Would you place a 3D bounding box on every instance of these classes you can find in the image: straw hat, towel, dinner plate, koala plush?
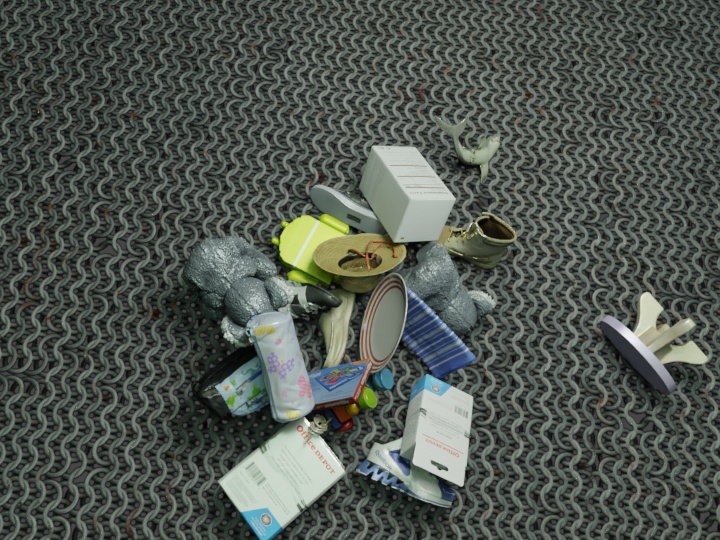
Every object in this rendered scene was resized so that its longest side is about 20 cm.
[{"bbox_3d":[0.000,0.000,1.340,0.200,0.085,0.201,0,30,0],"label":"straw hat"},{"bbox_3d":[0.129,0.132,1.292,0.200,0.145,0.024,45,56,-2],"label":"towel"},{"bbox_3d":[0.050,0.104,1.243,0.024,0.200,0.201,16,68,-19],"label":"dinner plate"},{"bbox_3d":[-0.237,0.045,1.245,0.177,0.184,0.200,-40,59,-6],"label":"koala plush"},{"bbox_3d":[0.172,0.062,1.337,0.177,0.184,0.200,-42,99,-6],"label":"koala plush"}]

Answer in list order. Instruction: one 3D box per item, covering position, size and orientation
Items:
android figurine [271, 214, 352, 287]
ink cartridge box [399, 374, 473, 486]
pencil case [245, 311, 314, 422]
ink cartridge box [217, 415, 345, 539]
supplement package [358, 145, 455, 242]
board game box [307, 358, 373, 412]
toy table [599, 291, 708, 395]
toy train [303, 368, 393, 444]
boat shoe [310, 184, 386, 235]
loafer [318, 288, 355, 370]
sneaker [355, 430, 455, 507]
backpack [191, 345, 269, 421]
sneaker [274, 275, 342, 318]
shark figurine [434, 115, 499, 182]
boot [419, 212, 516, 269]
[{"bbox_3d":[-0.098,-0.043,1.406,0.199,0.041,0.183,25,71,1],"label":"android figurine"},{"bbox_3d":[0.147,0.319,1.233,0.116,0.068,0.200,27,45,-10],"label":"ink cartridge box"},{"bbox_3d":[-0.145,0.174,1.154,0.083,0.091,0.201,-6,107,31],"label":"pencil case"},{"bbox_3d":[-0.148,0.398,1.217,0.200,0.084,0.146,-36,77,-17],"label":"ink cartridge box"},{"bbox_3d":[0.097,-0.169,1.381,0.117,0.117,0.200,-4,44,-28],"label":"supplement package"},{"bbox_3d":[-0.073,0.230,1.230,0.019,0.199,0.103,55,37,-24],"label":"board game box"},{"bbox_3d":[0.624,0.149,1.343,0.117,0.184,0.200,-39,90,-1],"label":"toy table"},{"bbox_3d":[-0.019,0.262,1.217,0.085,0.115,0.200,57,36,-9],"label":"toy train"},{"bbox_3d":[-0.017,-0.147,1.443,0.199,0.070,0.066,25,44,13],"label":"boat shoe"},{"bbox_3d":[-0.057,0.126,1.335,0.068,0.076,0.201,11,60,0],"label":"loafer"},{"bbox_3d":[0.102,0.383,1.249,0.199,0.081,0.116,22,72,4],"label":"sneaker"},{"bbox_3d":[-0.215,0.209,1.250,0.154,0.163,0.200,44,70,-7],"label":"backpack"},{"bbox_3d":[-0.123,0.071,1.317,0.199,0.074,0.089,8,70,40],"label":"sneaker"},{"bbox_3d":[0.243,-0.285,1.498,0.089,0.214,0.129,19,99,41],"label":"shark figurine"},{"bbox_3d":[0.230,-0.080,1.390,0.199,0.155,0.072,21,69,2],"label":"boot"}]
